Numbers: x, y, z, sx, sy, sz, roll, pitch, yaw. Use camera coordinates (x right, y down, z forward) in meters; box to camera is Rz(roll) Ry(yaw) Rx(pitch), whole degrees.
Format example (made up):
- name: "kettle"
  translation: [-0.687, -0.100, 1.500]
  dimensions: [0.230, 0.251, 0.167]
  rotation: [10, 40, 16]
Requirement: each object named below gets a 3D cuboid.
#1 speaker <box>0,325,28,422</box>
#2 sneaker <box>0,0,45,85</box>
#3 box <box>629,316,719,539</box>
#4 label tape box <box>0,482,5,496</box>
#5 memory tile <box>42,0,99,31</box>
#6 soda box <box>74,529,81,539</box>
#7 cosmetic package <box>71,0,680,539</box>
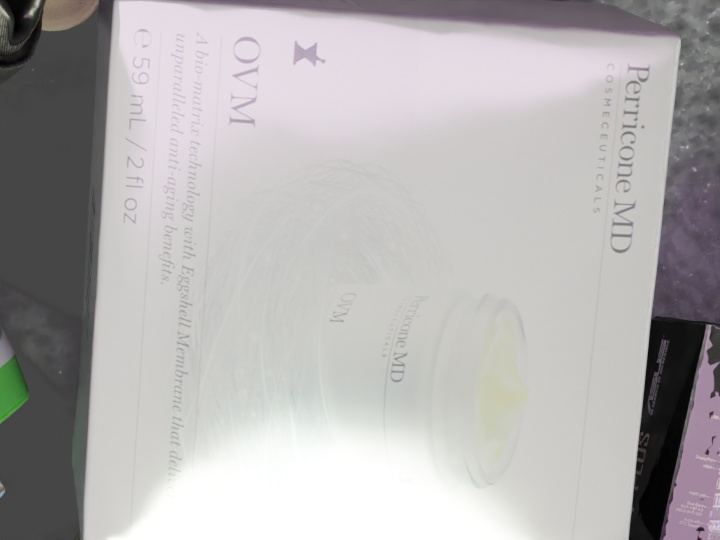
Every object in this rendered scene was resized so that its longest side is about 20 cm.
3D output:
- name: "speaker"
  translation: [-0.209, -0.013, 0.833]
  dimensions: [0.088, 0.088, 0.201]
  rotation: [-36, 95, -7]
- name: "sneaker"
  translation: [-0.179, -0.155, 0.818]
  dimensions: [0.201, 0.111, 0.073]
  rotation: [58, 41, -11]
- name: "box"
  translation: [0.198, 0.119, 0.893]
  dimensions: [0.198, 0.086, 0.165]
  rotation: [12, 89, -9]
- name: "label tape box"
  translation: [-0.234, 0.051, 0.787]
  dimensions: [0.200, 0.144, 0.063]
  rotation: [45, 47, 1]
- name: "memory tile"
  translation: [-0.080, -0.194, 0.838]
  dimensions: [0.199, 0.017, 0.154]
  rotation: [-26, 101, 21]
- name: "soda box"
  translation: [-0.031, 0.172, 0.864]
  dimensions: [0.199, 0.068, 0.064]
  rotation: [28, 99, -8]
- name: "cosmetic package"
  translation: [0.000, 0.000, 0.828]
  dimensions: [0.198, 0.123, 0.201]
  rotation: [2, 102, -9]
